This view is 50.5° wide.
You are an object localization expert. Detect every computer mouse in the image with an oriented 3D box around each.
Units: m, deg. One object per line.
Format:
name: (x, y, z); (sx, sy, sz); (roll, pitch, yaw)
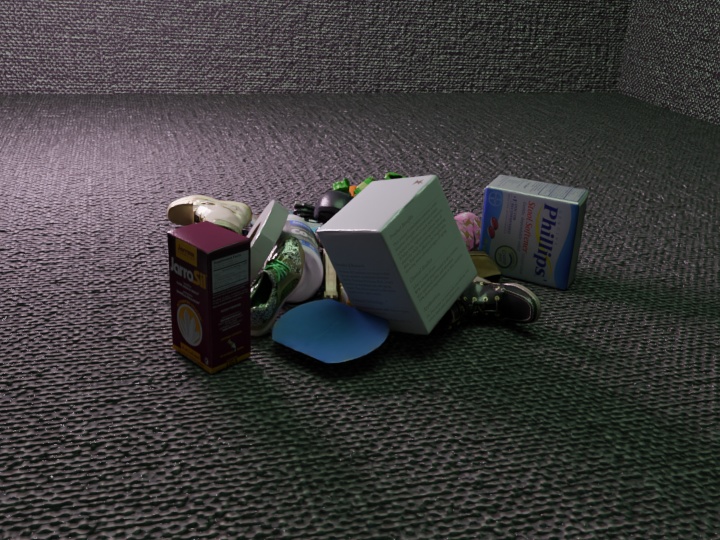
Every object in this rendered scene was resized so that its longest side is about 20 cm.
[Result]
computer mouse: (-0.053, -0.124, 1.515); (0.135, 0.054, 0.200); (20, -8, -14)

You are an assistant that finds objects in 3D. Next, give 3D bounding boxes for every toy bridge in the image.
toy bridge: (-0.060, -0.015, 1.450); (0.026, 0.068, 0.203); (1, 40, -8)

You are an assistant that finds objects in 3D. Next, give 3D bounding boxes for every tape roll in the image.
tape roll: (-0.195, -0.033, 1.387); (0.037, 0.204, 0.204); (31, 19, -13)

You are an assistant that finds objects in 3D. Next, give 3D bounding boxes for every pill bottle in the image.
pill bottle: (-0.134, -0.031, 1.484); (0.110, 0.117, 0.201); (0, 24, -8)

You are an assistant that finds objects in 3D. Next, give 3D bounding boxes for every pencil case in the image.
pencil case: (0.203, -0.061, 1.643); (0.085, 0.085, 0.199); (-5, 16, 31)

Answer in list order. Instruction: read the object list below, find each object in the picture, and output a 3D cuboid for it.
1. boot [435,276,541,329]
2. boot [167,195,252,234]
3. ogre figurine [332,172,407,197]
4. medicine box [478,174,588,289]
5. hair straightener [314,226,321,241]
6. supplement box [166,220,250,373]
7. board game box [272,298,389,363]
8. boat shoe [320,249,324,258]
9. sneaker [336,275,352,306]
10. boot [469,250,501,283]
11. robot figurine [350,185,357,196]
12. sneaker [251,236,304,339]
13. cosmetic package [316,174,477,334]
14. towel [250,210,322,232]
boot: (0.206, 0.064, 1.362); (0.148, 0.075, 0.198); (-15, 25, -39)
boot: (-0.347, -0.104, 1.687); (0.194, 0.074, 0.156); (4, 26, 1)
ogre figurine: (0.036, -0.150, 1.592); (0.196, 0.120, 0.100); (-24, 73, -20)
medicine box: (0.355, -0.082, 1.579); (0.195, 0.187, 0.103); (14, 25, 25)
hair straightener: (-0.029, -0.047, 1.614); (0.198, 0.042, 0.076); (30, 2, 36)
supplement box: (-0.235, 0.040, 1.193); (0.109, 0.205, 0.085); (22, 29, 37)
board game box: (-0.050, 0.114, 1.263); (0.196, 0.040, 0.157); (17, 33, 34)
boat shoe: (0.004, -0.019, 1.528); (0.196, 0.076, 0.060); (14, 25, 30)
sneaker: (0.000, 0.000, 1.448); (0.087, 0.076, 0.204); (6, 49, -7)
boot: (0.194, 0.006, 1.511); (0.195, 0.075, 0.076); (-7, 34, -28)
robot figurine: (0.027, -0.129, 1.737); (0.194, 0.119, 0.145); (8, 38, 8)
sneaker: (-0.147, 0.017, 1.304); (0.075, 0.089, 0.203); (21, 60, 3)
cosmetic package: (0.065, -0.028, 1.291); (0.164, 0.203, 0.167); (2, 36, 48)
towel: (-0.162, -0.100, 1.762); (0.143, 0.022, 0.199); (-10, 26, -30)
